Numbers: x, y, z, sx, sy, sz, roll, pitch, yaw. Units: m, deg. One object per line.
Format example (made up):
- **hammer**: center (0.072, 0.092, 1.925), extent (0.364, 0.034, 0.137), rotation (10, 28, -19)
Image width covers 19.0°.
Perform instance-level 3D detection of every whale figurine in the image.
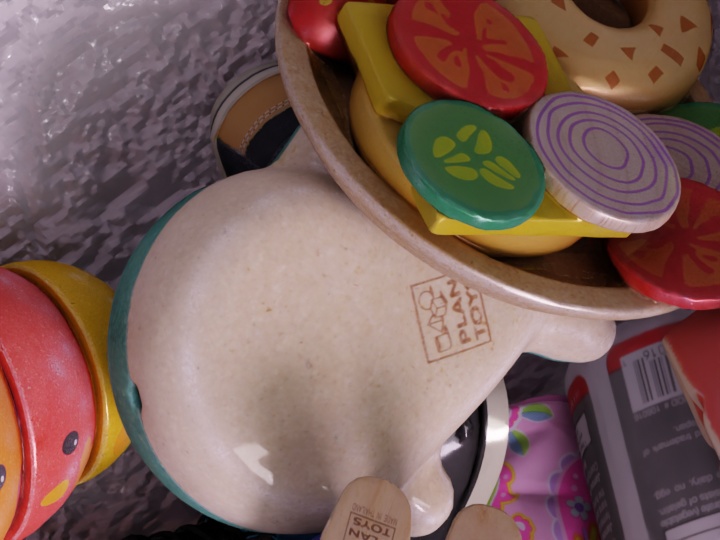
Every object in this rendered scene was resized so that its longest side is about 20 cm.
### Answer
- **whale figurine**: center (-0.002, 0.019, 0.796), extent (0.199, 0.104, 0.160), rotation (-18, 96, -30)

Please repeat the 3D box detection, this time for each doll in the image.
- **doll**: center (-0.015, 0.131, 0.771), extent (0.136, 0.049, 0.200), rotation (15, 149, -11)

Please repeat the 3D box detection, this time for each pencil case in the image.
- **pencil case**: center (0.079, 0.155, 0.943), extent (0.087, 0.201, 0.088), rotation (-8, 151, -4)

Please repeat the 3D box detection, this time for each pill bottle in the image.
- **pill bottle**: center (0.160, 0.121, 0.898), extent (0.113, 0.201, 0.114), rotation (-9, 156, -4)

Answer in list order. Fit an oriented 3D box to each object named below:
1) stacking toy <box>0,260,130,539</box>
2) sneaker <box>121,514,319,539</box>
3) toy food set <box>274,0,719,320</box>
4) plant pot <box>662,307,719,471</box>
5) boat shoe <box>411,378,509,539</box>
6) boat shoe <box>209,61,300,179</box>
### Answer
- **stacking toy**: center (-0.128, 0.040, 0.808), extent (0.199, 0.146, 0.147), rotation (-22, 134, -38)
- **sneaker**: center (-0.080, 0.133, 0.932), extent (0.199, 0.073, 0.082), rotation (12, 114, -48)
- **toy food set**: center (0.064, -0.062, 0.778), extent (0.199, 0.199, 0.049), rotation (0, 141, -32)
- **plant pot**: center (0.216, 0.050, 0.768), extent (0.176, 0.201, 0.201), rotation (-25, 134, 6)
- **boat shoe**: center (0.014, 0.113, 0.918), extent (0.063, 0.074, 0.202), rotation (-5, 134, -16)
- **boat shoe**: center (0.000, 0.000, 0.879), extent (0.074, 0.062, 0.200), rotation (-35, 135, -6)
